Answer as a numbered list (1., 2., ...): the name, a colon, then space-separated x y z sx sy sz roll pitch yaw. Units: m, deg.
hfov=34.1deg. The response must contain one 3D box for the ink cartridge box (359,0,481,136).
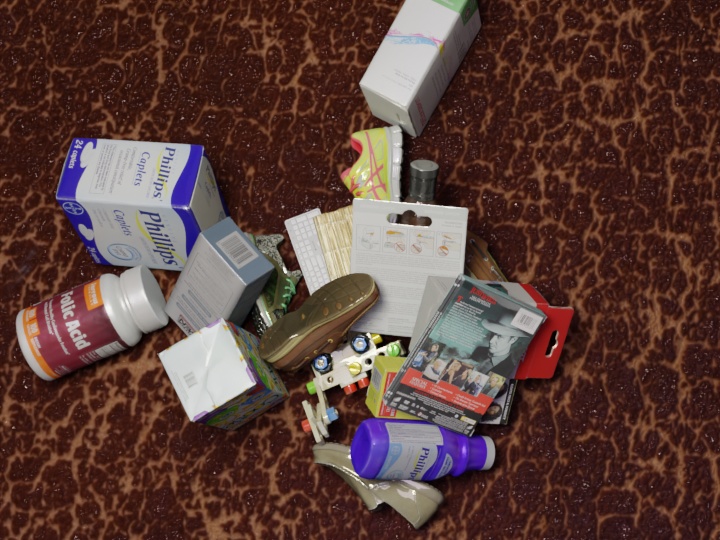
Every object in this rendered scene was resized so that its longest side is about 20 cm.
1. ink cartridge box: 0.089 -0.312 1.693 0.087 0.145 0.201 26 85 13

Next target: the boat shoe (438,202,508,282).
1. boat shoe: 0.148 -0.020 1.679 0.067 0.072 0.201 -19 68 -25

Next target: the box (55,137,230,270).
1. box: -0.307 -0.091 1.689 0.198 0.184 0.106 4 61 10

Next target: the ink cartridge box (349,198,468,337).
1. ink cartridge box: 0.065 -0.006 1.611 0.160 0.050 0.202 5 113 8

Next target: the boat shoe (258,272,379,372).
1. boat shoe: -0.049 0.074 1.615 0.199 0.067 0.072 -35 35 21

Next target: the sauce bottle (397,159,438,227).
1. sauce bottle: 0.082 -0.054 1.641 0.064 0.065 0.202 11 118 11

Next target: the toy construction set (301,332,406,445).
1. toy construction set: 0.000 0.161 1.652 0.198 0.092 0.132 -24 85 -8

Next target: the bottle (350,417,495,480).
1. bottle: 0.088 0.245 1.594 0.198 0.084 0.066 7 35 -25

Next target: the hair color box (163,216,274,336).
1. hair color box: -0.202 0.027 1.656 0.099 0.200 0.060 47 49 11

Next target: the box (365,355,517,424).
1. box: 0.111 0.163 1.599 0.198 0.050 0.076 7 107 -20

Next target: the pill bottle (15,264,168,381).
1. pill bottle: -0.390 0.074 1.718 0.198 0.114 0.115 -23 77 4

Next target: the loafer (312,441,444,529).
1. loafer: 0.017 0.299 1.633 0.198 0.076 0.069 22 78 11

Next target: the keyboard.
1. keyboard: -0.054 0.009 1.729 0.056 0.011 0.202 -21 78 5

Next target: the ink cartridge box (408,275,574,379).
1. ink cartridge box: 0.177 0.079 1.586 0.198 0.067 0.117 5 114 -22

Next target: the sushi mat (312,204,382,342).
1. sushi mat: 0.000 0.000 1.716 0.095 0.012 0.202 -16 78 -1

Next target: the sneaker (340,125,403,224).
1. sneaker: 0.015 -0.115 1.701 0.089 0.078 0.202 3 69 -3

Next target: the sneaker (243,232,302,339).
1. sneaker: -0.121 0.027 1.708 0.088 0.077 0.202 -14 75 -14

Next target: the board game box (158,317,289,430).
1. board game box: -0.184 0.148 1.627 0.102 0.200 0.106 -30 76 2

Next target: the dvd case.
1. dvd case: 0.137 0.114 1.538 0.145 0.022 0.201 22 108 -27
